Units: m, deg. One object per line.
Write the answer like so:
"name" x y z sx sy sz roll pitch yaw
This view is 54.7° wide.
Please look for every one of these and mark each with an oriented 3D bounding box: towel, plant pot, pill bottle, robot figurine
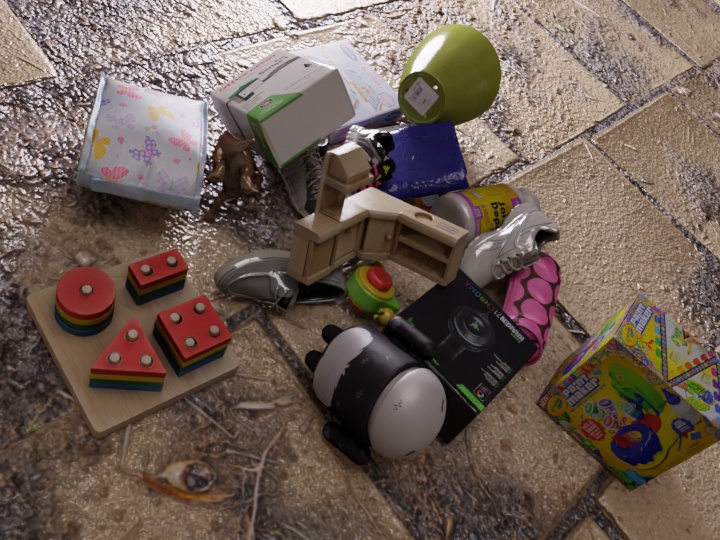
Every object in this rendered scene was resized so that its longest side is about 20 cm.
"towel" 0.077 -0.179 1.199 0.196 0.050 0.150 -10 59 2
"plant pot" 0.146 -0.342 1.292 0.186 0.188 0.200 38 37 6
"pill bottle" 0.222 -0.094 1.214 0.197 0.105 0.105 -14 61 -34
"robot figurine" 0.019 0.150 0.890 0.123 0.153 0.199 -19 40 -40

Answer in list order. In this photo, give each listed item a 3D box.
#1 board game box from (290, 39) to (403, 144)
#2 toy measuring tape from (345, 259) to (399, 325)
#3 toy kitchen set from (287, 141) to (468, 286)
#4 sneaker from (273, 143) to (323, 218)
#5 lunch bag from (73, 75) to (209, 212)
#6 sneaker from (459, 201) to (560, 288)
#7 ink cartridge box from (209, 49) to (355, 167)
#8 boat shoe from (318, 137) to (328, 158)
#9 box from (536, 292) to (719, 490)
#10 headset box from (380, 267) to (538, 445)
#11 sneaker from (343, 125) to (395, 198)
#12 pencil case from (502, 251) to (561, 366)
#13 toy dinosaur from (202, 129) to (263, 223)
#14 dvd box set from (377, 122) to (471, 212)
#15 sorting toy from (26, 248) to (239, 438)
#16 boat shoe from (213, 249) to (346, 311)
"board game box" -0.041 -0.344 1.321 0.198 0.041 0.201 -27 70 -39
"toy measuring tape" 0.000 0.000 1.056 0.072 0.074 0.202 -3 50 -28
"toy kitchen set" 0.033 -0.064 0.952 0.178 0.166 0.199 26 32 23
"sneaker" -0.082 -0.171 1.114 0.074 0.116 0.201 -20 65 -36
"lunch bag" -0.308 -0.164 0.992 0.166 0.128 0.202 9 40 -20
"sneaker" 0.239 -0.031 1.130 0.199 0.075 0.087 -41 45 -10
"ink cartridge box" -0.123 -0.252 1.059 0.145 0.085 0.199 -37 39 -15
"boat shoe" -0.119 -0.281 1.221 0.073 0.063 0.203 -21 67 -40
"box" 0.406 0.181 1.025 0.192 0.201 0.122 42 48 11
"headset box" 0.129 0.120 1.003 0.174 0.093 0.199 46 46 13
"sneaker" 0.011 -0.156 1.119 0.086 0.074 0.203 -1 54 18
"pencil case" 0.269 0.055 1.134 0.094 0.090 0.201 55 38 -27
"toy dinosaur" -0.185 -0.158 1.021 0.084 0.201 0.138 4 63 -7
"dvd box set" 0.111 -0.185 1.280 0.144 0.030 0.202 -15 63 -34
"sorting toy" -0.276 0.067 0.863 0.197 0.070 0.201 -23 67 -37
"boat shoe" -0.106 0.018 0.985 0.197 0.071 0.072 -3 50 -32
